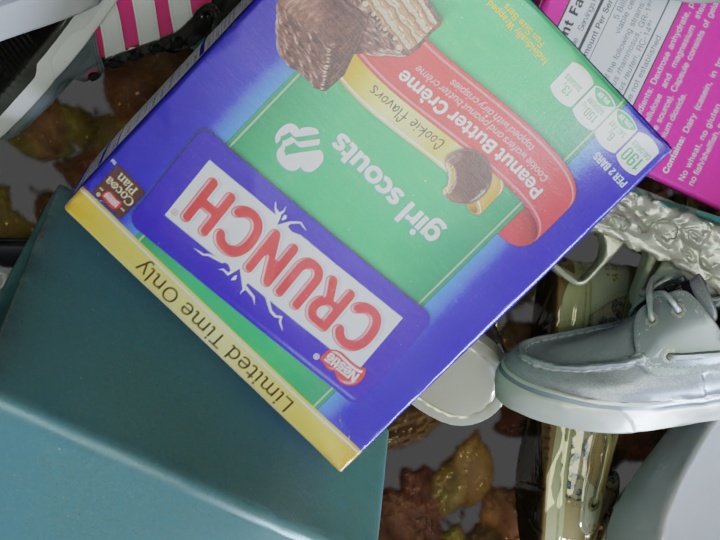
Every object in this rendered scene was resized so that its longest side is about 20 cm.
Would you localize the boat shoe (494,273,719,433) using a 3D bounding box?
[{"bbox_3d":[0.166,0.033,0.734,0.199,0.070,0.072,-2,113,2],"label":"boat shoe"}]

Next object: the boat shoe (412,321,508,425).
[{"bbox_3d":[0.000,0.000,0.780,0.200,0.060,0.072,39,114,-12],"label":"boat shoe"}]

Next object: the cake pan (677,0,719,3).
[{"bbox_3d":[0.137,-0.206,0.709,0.199,0.201,0.037,23,140,-13],"label":"cake pan"}]

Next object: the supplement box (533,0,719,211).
[{"bbox_3d":[0.164,-0.097,0.763,0.199,0.101,0.104,25,98,-12],"label":"supplement box"}]

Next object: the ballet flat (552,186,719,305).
[{"bbox_3d":[0.138,-0.016,0.772,0.199,0.072,0.072,24,97,-6],"label":"ballet flat"}]

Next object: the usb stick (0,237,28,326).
[{"bbox_3d":[-0.162,0.011,0.771,0.198,0.033,0.056,1,95,-9],"label":"usb stick"}]

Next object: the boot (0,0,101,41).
[{"bbox_3d":[-0.198,-0.126,0.586,0.199,0.073,0.096,-31,120,-34],"label":"boot"}]

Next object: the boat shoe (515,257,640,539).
[{"bbox_3d":[0.124,0.095,0.812,0.062,0.073,0.202,3,101,-7],"label":"boat shoe"}]

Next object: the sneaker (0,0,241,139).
[{"bbox_3d":[-0.096,-0.121,0.725,0.200,0.084,0.120,-44,129,18],"label":"sneaker"}]

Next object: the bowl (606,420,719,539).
[{"bbox_3d":[0.218,0.154,0.808,0.200,0.074,0.201,-43,110,-36],"label":"bowl"}]

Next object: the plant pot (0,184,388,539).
[{"bbox_3d":[-0.094,0.089,0.698,0.199,0.142,0.142,26,128,-15],"label":"plant pot"}]

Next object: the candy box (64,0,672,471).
[{"bbox_3d":[0.000,-0.046,0.636,0.169,0.077,0.200,43,102,-11],"label":"candy box"}]
